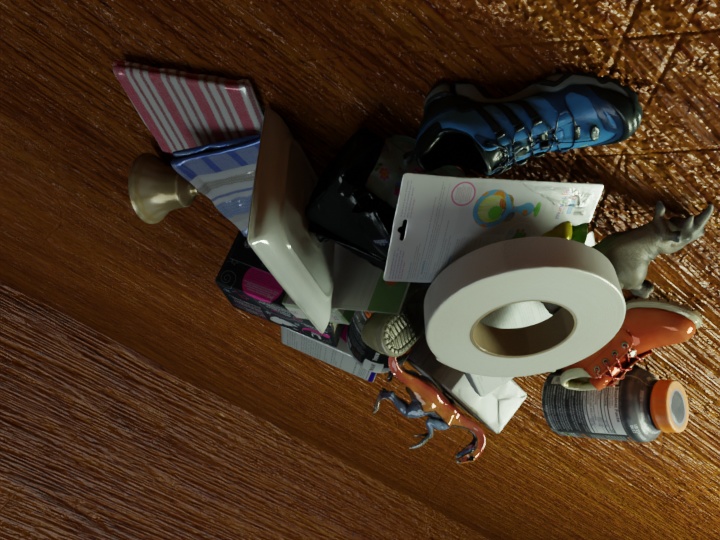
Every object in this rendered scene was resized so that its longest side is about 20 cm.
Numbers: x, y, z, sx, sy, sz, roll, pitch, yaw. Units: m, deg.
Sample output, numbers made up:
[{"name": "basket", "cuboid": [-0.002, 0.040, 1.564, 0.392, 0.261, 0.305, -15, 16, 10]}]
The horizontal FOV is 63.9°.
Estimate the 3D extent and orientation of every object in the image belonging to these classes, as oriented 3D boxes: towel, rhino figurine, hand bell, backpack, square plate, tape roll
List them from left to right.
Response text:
[{"name": "towel", "cuboid": [-0.201, -0.195, 0.731, 0.195, 0.030, 0.147, 13, 153, 16]}, {"name": "hand bell", "cuboid": [-0.227, -0.124, 0.849, 0.194, 0.106, 0.105, 0, 149, 16]}, {"name": "towel", "cuboid": [-0.144, -0.106, 0.782, 0.143, 0.024, 0.200, -7, 153, 18]}, {"name": "square plate", "cuboid": [-0.070, -0.059, 0.695, 0.028, 0.202, 0.201, -10, 144, 16]}, {"name": "backpack", "cuboid": [0.051, -0.064, 0.645, 0.197, 0.129, 0.166, 29, 166, -14]}, {"name": "tape roll", "cuboid": [0.160, 0.046, 0.582, 0.197, 0.038, 0.205, 0, 142, 0]}, {"name": "rhino figurine", "cuboid": [0.271, -0.007, 0.598, 0.086, 0.061, 0.199, 18, 137, -34]}]

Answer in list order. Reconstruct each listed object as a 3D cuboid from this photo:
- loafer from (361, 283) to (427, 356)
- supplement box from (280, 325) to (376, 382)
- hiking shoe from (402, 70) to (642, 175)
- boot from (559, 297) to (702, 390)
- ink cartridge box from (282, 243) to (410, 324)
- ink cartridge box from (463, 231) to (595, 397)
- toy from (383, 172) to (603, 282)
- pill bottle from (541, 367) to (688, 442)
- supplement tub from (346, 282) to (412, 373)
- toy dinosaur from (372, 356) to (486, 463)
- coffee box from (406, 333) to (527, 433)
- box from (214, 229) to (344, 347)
[{"name": "loafer", "cuboid": [0.070, 0.049, 0.788, 0.067, 0.198, 0.078, -1, 109, 42]}, {"name": "supplement box", "cuboid": [-0.045, 0.117, 1.098, 0.196, 0.103, 0.104, 22, 155, 4]}, {"name": "hiking shoe", "cuboid": [0.140, -0.117, 0.510, 0.196, 0.088, 0.075, 6, 150, 33]}, {"name": "boot", "cuboid": [0.337, 0.102, 0.737, 0.074, 0.109, 0.199, 32, 152, -15]}, {"name": "ink cartridge box", "cuboid": [0.000, 0.000, 0.785, 0.196, 0.148, 0.048, 4, 149, 35]}, {"name": "ink cartridge box", "cuboid": [0.200, 0.049, 0.708, 0.161, 0.197, 0.048, 59, 178, -41]}, {"name": "toy", "cuboid": [0.123, -0.045, 0.562, 0.194, 0.048, 0.117, 3, 125, -9]}, {"name": "pill bottle", "cuboid": [0.388, 0.205, 0.886, 0.106, 0.108, 0.198, 37, 152, -27]}, {"name": "supplement tub", "cuboid": [0.041, 0.081, 0.930, 0.120, 0.125, 0.201, 21, 155, 5]}, {"name": "toy dinosaur", "cuboid": [0.112, 0.220, 0.878, 0.178, 0.107, 0.201, 23, 156, 14]}, {"name": "coffee box", "cuboid": [0.165, 0.172, 0.950, 0.114, 0.080, 0.200, 43, 173, -16]}, {"name": "box", "cuboid": [-0.107, 0.015, 0.923, 0.195, 0.135, 0.115, 19, 158, 10]}]
